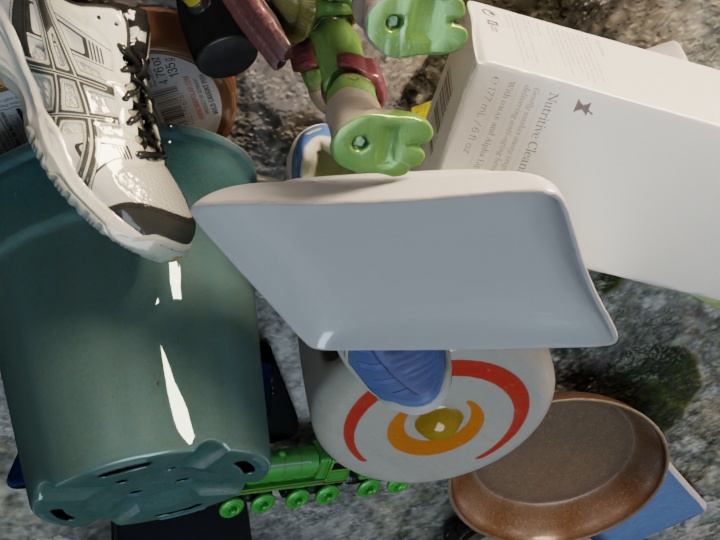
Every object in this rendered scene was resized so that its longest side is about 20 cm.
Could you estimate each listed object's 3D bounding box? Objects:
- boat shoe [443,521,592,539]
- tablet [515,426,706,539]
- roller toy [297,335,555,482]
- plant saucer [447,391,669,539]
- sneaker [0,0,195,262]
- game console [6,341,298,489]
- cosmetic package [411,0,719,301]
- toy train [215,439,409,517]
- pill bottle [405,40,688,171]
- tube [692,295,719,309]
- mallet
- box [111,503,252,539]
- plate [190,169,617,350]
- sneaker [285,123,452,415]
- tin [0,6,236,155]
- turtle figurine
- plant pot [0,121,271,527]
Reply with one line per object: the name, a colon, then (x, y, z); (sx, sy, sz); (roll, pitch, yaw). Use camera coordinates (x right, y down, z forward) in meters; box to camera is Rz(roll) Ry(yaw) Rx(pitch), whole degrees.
boat shoe: (0.166, 0.277, 1.377); (0.198, 0.063, 0.074); (16, 97, -32)
tablet: (0.241, 0.213, 1.349); (0.129, 0.014, 0.200); (-28, 136, 18)
roller toy: (0.046, 0.065, 1.033); (0.180, 0.141, 0.201); (1, 139, -14)
plant saucer: (0.173, 0.170, 1.252); (0.197, 0.037, 0.202); (-3, 133, -3)
sneaker: (-0.142, -0.101, 0.774); (0.087, 0.201, 0.076); (-37, 175, 12)
game console: (-0.151, 0.140, 1.087); (0.197, 0.119, 0.172); (-14, 139, 3)
cosmetic package: (0.138, -0.066, 0.806); (0.197, 0.082, 0.114); (12, 123, -9)
toy train: (-0.037, 0.167, 1.183); (0.197, 0.042, 0.057); (-3, 132, -29)
pill bottle: (0.120, -0.077, 0.913); (0.197, 0.112, 0.112); (-19, 139, 7)
tube: (0.244, -0.013, 1.068); (0.198, 0.052, 0.059); (26, 87, -30)
mallet: (-0.112, -0.163, 0.745); (0.041, 0.067, 0.200); (-26, 159, 14)
box: (-0.154, 0.323, 1.232); (0.122, 0.202, 0.198); (-4, 140, -12)
plate: (0.032, -0.006, 0.782); (0.197, 0.033, 0.200); (-2, 154, 19)
sneaker: (0.000, 0.000, 0.902); (0.075, 0.202, 0.077); (-25, 177, 0)
tin: (-0.173, -0.098, 0.874); (0.197, 0.042, 0.113); (-15, 135, 3)
turtle figurine: (0.020, -0.138, 0.755); (0.144, 0.195, 0.200); (-41, 126, 14)
plant pot: (-0.143, 0.043, 0.878); (0.197, 0.199, 0.201); (-12, 158, -5)
